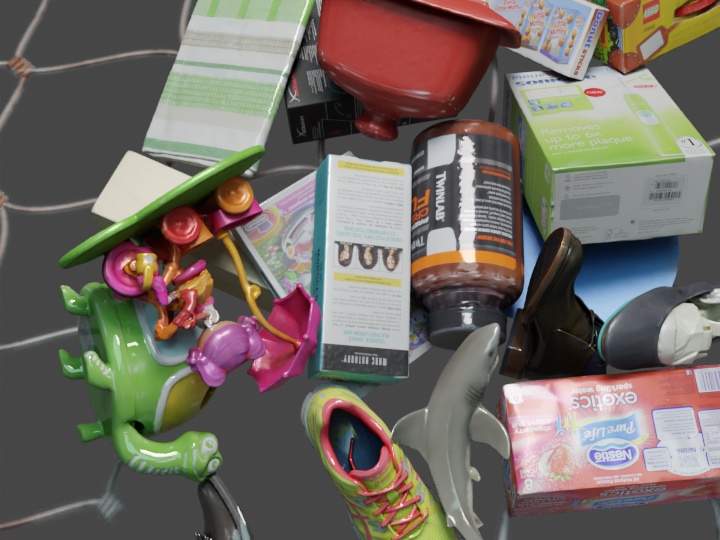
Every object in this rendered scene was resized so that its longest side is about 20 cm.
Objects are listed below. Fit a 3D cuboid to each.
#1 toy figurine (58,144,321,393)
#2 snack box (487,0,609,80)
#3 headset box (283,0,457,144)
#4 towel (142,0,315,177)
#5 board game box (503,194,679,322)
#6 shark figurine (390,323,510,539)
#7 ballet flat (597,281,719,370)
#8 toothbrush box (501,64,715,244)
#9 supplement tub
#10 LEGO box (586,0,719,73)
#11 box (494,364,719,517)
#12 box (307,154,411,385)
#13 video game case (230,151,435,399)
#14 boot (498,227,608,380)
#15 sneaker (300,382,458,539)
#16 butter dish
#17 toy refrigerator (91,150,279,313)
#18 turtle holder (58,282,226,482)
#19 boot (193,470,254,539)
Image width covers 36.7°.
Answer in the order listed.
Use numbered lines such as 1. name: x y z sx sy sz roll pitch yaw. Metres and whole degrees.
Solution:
1. toy figurine: -0.118 0.022 0.906 0.200 0.150 0.184 -33 93 -31
2. snack box: 0.165 -0.260 1.107 0.024 0.072 0.200 6 23 -38
3. headset box: 0.013 -0.227 1.137 0.200 0.075 0.149 -11 66 -3
4. towel: -0.131 -0.196 1.106 0.149 0.031 0.200 14 79 31
5. board game box: 0.204 -0.012 1.055 0.200 0.039 0.158 8 67 13
6. shark figurine: 0.069 0.160 0.908 0.089 0.128 0.215 14 60 -31
7. ballet flat: 0.287 0.047 0.955 0.200 0.073 0.073 -12 58 -46
8. toothbrush box: 0.225 -0.114 1.024 0.145 0.086 0.200 -5 33 -3
9. supplement tub: 0.097 -0.031 0.998 0.107 0.107 0.200 1 69 2
10. LEGO box: 0.299 -0.296 1.118 0.200 0.077 0.149 -27 40 -17
11. box: 0.223 0.150 0.947 0.200 0.096 0.100 -6 65 0
12. box: 0.000 0.000 0.983 0.082 0.049 0.200 6 74 -15
13. video game case: -0.010 0.005 1.016 0.143 0.018 0.200 -33 89 -23
14. boot: 0.188 0.039 0.946 0.097 0.200 0.075 18 56 6
15. sneaker: 0.016 0.185 0.926 0.078 0.090 0.200 -38 87 -10
16. butter dish: 0.036 -0.192 1.006 0.200 0.199 0.148 20 99 5
17. toy refrigerator: -0.151 -0.035 1.057 0.200 0.070 0.076 23 68 7
18. turtle holder: -0.185 0.086 0.960 0.132 0.141 0.186 -9 30 -25
19. boot: -0.166 0.283 0.913 0.174 0.069 0.200 -17 68 -6
